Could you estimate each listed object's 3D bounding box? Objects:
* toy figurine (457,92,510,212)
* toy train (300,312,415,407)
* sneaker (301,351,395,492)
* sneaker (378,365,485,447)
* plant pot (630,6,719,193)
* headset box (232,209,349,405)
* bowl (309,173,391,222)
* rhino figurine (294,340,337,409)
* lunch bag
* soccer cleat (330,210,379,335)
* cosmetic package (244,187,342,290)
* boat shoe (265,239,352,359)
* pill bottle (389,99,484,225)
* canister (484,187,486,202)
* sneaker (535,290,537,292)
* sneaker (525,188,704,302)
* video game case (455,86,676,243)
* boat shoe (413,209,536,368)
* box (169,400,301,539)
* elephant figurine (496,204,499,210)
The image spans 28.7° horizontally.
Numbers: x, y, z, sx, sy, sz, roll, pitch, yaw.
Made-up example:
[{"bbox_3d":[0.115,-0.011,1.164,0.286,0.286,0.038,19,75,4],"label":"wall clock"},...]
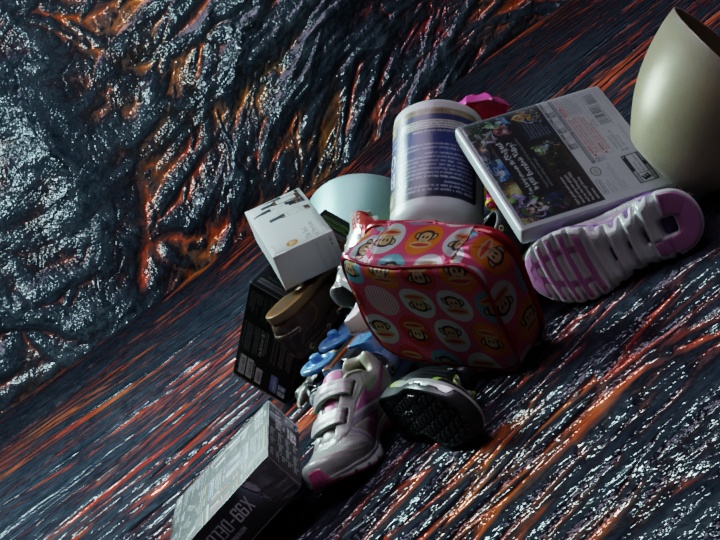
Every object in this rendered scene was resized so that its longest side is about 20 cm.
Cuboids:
[{"bbox_3d":[0.183,-0.155,1.958,0.149,0.185,0.200,-29,12,22],"label":"toy figurine"},{"bbox_3d":[0.012,0.098,1.630,0.113,0.087,0.200,-20,15,31],"label":"toy train"},{"bbox_3d":[-0.018,0.154,1.459,0.081,0.089,0.200,-28,12,28],"label":"sneaker"},{"bbox_3d":[0.081,0.116,1.371,0.083,0.072,0.200,-36,11,-17],"label":"sneaker"},{"bbox_3d":[0.364,-0.162,1.491,0.135,0.200,0.200,-50,4,22],"label":"plant pot"},{"bbox_3d":[-0.069,0.044,1.863,0.200,0.092,0.175,-47,-20,-45],"label":"headset box"},{"bbox_3d":[0.008,-0.026,1.984,0.200,0.201,0.106,-26,32,36],"label":"bowl"},{"bbox_3d":[-0.019,0.106,1.756,0.087,0.060,0.200,-14,25,49],"label":"rhino figurine"},{"bbox_3d":[0.088,0.037,1.448,0.199,0.177,0.082,6,44,41],"label":"lunch bag"},{"bbox_3d":[0.000,0.000,1.637,0.084,0.069,0.201,-22,40,2],"label":"soccer cleat"},{"bbox_3d":[-0.085,-0.043,1.759,0.082,0.051,0.200,-27,23,-5],"label":"cosmetic package"},{"bbox_3d":[-0.039,0.030,1.718,0.070,0.071,0.200,-19,21,50],"label":"boat shoe"},{"bbox_3d":[0.090,-0.088,1.650,0.111,0.110,0.202,-24,53,42],"label":"pill bottle"},{"bbox_3d":[0.076,-0.032,1.799,0.149,0.086,0.200,-57,-3,-28],"label":"canister"},{"bbox_3d":[0.253,-0.051,1.584,0.199,0.075,0.090,-35,17,-10],"label":"sneaker"},{"bbox_3d":[0.268,-0.031,1.469,0.199,0.081,0.088,-23,7,26],"label":"sneaker"},{"bbox_3d":[0.222,-0.121,1.559,0.180,0.024,0.201,-17,43,-9],"label":"video game case"},{"bbox_3d":[0.116,0.025,1.560,0.202,0.063,0.074,-56,15,10],"label":"boat shoe"},{"bbox_3d":[-0.131,0.232,1.460,0.158,0.050,0.200,-48,10,5],"label":"box"},{"bbox_3d":[0.206,-0.085,1.670,0.140,0.157,0.200,-19,3,23],"label":"elephant figurine"}]
